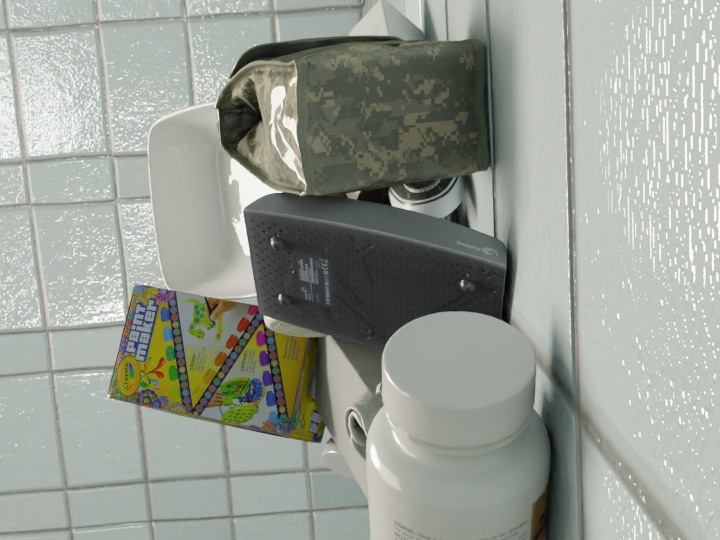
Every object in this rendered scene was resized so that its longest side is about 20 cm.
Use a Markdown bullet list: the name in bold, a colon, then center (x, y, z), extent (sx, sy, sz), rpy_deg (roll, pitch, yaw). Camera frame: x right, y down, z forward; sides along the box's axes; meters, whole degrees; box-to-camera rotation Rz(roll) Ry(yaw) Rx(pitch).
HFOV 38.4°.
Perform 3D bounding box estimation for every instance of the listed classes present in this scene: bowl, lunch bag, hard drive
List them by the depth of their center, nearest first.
- **hard drive**: center (0.014, 0.005, 0.792), extent (0.135, 0.199, 0.042), rpy_deg (87, -159, -48)
- **lunch bag**: center (-0.015, -0.129, 0.836), extent (0.200, 0.163, 0.118), rpy_deg (19, 116, 62)
- **bowl**: center (-0.127, -0.074, 1.072), extent (0.074, 0.199, 0.201), rpy_deg (-11, -84, -48)

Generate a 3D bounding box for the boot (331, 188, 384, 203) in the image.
- **boot**: center (-0.025, -0.097, 1.032), extent (0.200, 0.070, 0.147), rpy_deg (116, 140, -52)

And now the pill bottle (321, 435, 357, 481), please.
- **pill bottle**: center (0.021, 0.146, 1.232), extent (0.104, 0.104, 0.201), rpy_deg (88, -159, -57)

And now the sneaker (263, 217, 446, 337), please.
- **sneaker**: center (0.000, 0.000, 0.977), extent (0.075, 0.199, 0.085), rpy_deg (59, -165, -66)

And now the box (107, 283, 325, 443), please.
- **box**: center (-0.137, 0.105, 1.116), extent (0.200, 0.192, 0.123), rpy_deg (57, -136, -76)

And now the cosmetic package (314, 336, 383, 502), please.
- **cosmetic package**: center (0.021, 0.127, 0.980), extent (0.200, 0.090, 0.107), rpy_deg (-133, 43, -59)

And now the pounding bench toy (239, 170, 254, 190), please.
- **pounding bench toy**: center (-0.053, -0.104, 1.154), extent (0.124, 0.156, 0.200), rpy_deg (-50, 54, 28)

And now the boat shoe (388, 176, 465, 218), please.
- **boat shoe**: center (0.056, -0.122, 0.967), extent (0.200, 0.073, 0.068), rpy_deg (-81, -24, -51)

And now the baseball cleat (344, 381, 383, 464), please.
- **baseball cleat**: center (0.037, 0.089, 0.847), extent (0.070, 0.106, 0.201), rpy_deg (109, 159, -47)

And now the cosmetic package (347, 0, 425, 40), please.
- **cosmetic package**: center (0.024, -0.211, 1.157), extent (0.101, 0.071, 0.200), rpy_deg (-44, 29, 26)

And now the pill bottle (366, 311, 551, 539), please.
- **pill bottle**: center (0.061, 0.131, 0.647), extent (0.115, 0.114, 0.201), rpy_deg (-96, 3, -56)

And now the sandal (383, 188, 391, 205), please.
- **sandal**: center (0.033, -0.069, 1.051), extent (0.082, 0.050, 0.203), rpy_deg (-40, 69, 50)
